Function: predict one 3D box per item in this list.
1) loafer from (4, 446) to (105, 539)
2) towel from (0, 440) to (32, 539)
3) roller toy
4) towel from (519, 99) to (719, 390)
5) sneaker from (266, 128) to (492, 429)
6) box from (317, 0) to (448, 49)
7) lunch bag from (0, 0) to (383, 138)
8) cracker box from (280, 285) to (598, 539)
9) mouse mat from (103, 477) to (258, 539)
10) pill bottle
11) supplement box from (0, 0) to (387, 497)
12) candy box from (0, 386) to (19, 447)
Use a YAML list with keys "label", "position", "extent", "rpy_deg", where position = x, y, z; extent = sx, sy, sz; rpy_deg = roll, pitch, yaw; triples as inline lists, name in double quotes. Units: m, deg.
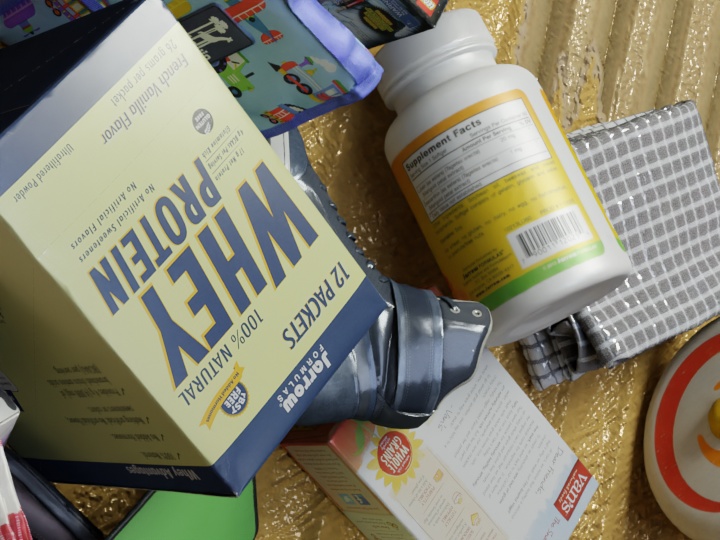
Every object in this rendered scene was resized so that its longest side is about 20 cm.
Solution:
- label: "loafer"
  position: [-0.205, 0.115, 0.824]
  extent: [0.063, 0.072, 0.200]
  rpy_deg: [-47, 111, -12]
- label: "towel"
  position: [-0.212, 0.089, 0.643]
  extent: [0.144, 0.023, 0.201]
  rpy_deg: [-8, 65, -32]
- label: "roller toy"
  position: [0.307, 0.124, 1.151]
  extent: [0.139, 0.200, 0.183]
  rpy_deg: [23, 85, -34]
- label: "towel"
  position: [0.189, -0.024, 1.139]
  extent: [0.200, 0.085, 0.166]
  rpy_deg: [-22, 98, -38]
- label: "sneaker"
  position: [-0.001, 0.001, 0.948]
  extent: [0.146, 0.077, 0.203]
  rpy_deg: [4, 63, -21]
- label: "box"
  position: [-0.058, -0.204, 0.926]
  extent: [0.200, 0.137, 0.040]
  rpy_deg: [40, 62, -28]
- label: "lunch bag"
  position: [-0.087, -0.139, 0.853]
  extent: [0.151, 0.200, 0.094]
  rpy_deg: [43, 60, -27]
- label: "cracker box"
  position: [0.056, 0.127, 1.032]
  extent: [0.200, 0.058, 0.134]
  rpy_deg: [50, 58, -22]
- label: "mouse mat"
  position: [-0.118, 0.174, 0.853]
  extent: [0.200, 0.008, 0.161]
  rpy_deg: [-47, 154, -32]
- label: "pill bottle"
  position: [0.083, -0.062, 1.019]
  extent: [0.111, 0.111, 0.201]
  rpy_deg: [-16, 75, -39]
- label: "supplement box"
  position: [-0.135, -0.005, 0.799]
  extent: [0.134, 0.200, 0.200]
  rpy_deg: [-50, 116, -30]
- label: "candy box"
  position: [-0.281, 0.041, 0.702]
  extent: [0.168, 0.072, 0.200]
  rpy_deg: [-30, 74, -39]
